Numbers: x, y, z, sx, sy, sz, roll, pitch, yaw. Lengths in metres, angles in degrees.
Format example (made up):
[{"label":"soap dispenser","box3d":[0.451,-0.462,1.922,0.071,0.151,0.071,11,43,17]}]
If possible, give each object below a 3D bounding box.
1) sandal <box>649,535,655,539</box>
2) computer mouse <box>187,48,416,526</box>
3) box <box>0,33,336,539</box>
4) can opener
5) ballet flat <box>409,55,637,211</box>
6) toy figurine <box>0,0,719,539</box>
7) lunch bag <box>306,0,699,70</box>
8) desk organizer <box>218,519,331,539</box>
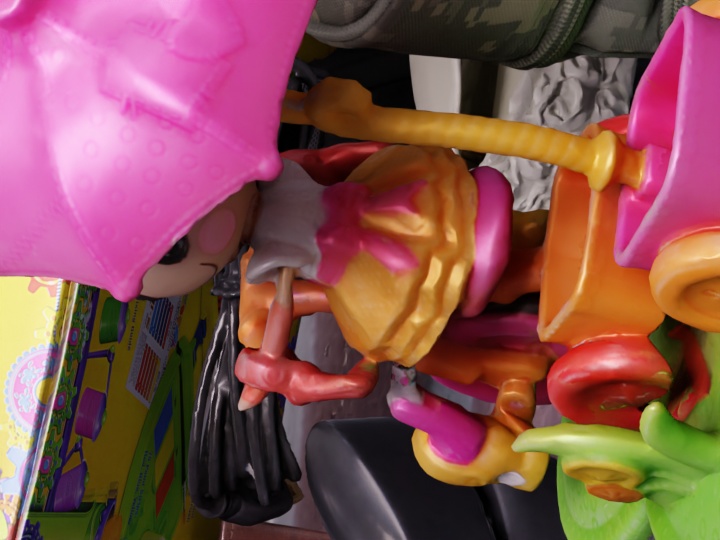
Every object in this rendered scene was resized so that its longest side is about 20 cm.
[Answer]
[{"label":"sandal","box3d":[0.109,0.058,0.663,0.200,0.043,0.076,-165,89,-78]},{"label":"computer mouse","box3d":[0.000,0.000,0.866,0.200,0.046,0.141,-29,-52,-75]},{"label":"box","box3d":[-0.095,-0.017,0.845,0.193,0.122,0.201,18,-96,-72]},{"label":"can opener","box3d":[0.049,0.111,0.751,0.200,0.078,0.064,56,140,43]},{"label":"ballet flat","box3d":[0.049,-0.093,0.835,0.072,0.072,0.201,162,118,-64]},{"label":"toy figurine","box3d":[-0.002,-0.019,0.610,0.200,0.184,0.151,129,153,-62]},{"label":"lunch bag","box3d":[0.061,-0.150,0.702,0.139,0.167,0.200,41,120,45]},{"label":"desk organizer","box3d":[-0.029,0.174,0.877,0.072,0.077,0.201,166,113,-65]}]
